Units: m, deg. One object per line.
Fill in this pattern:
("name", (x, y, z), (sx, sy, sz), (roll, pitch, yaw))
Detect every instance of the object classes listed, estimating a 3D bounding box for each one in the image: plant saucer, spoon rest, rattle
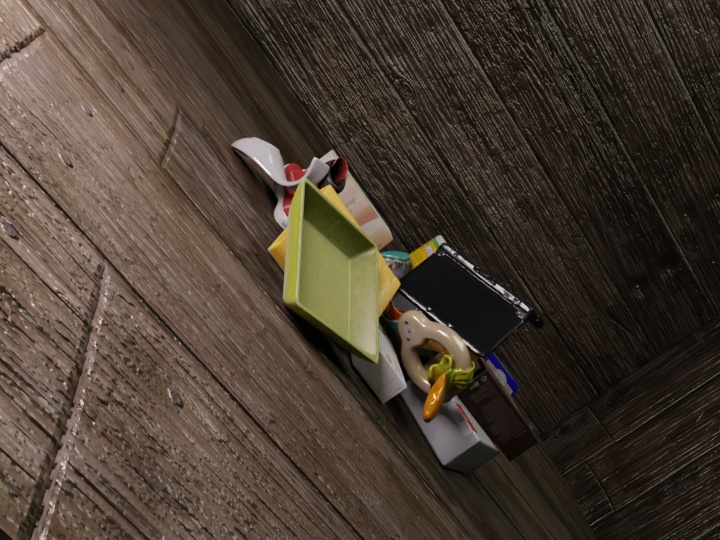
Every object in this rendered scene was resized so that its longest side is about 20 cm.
("plant saucer", (-0.045, 0.008, 1.185), (0.200, 0.047, 0.202), (41, 40, -46))
("spoon rest", (-0.140, -0.174, 1.421), (0.199, 0.061, 0.099), (21, -5, 41))
("rattle", (0.070, 0.131, 1.338), (0.201, 0.142, 0.130), (50, -32, 8))

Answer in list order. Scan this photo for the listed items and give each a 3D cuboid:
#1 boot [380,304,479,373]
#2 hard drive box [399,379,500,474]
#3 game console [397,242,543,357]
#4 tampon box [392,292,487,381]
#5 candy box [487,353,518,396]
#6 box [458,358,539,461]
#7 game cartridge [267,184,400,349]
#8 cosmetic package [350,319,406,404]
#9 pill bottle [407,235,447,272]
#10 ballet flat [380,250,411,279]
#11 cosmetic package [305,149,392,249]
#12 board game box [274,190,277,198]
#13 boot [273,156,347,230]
("boot", (0.125, 0.090, 1.464), (0.201, 0.143, 0.071), (47, -19, 24))
("hard drive box", (0.159, 0.268, 1.513), (0.157, 0.076, 0.200), (58, 8, 24))
("game console", (0.185, 0.058, 1.435), (0.200, 0.117, 0.176), (40, 3, 26))
("tampon box", (0.121, 0.125, 1.608), (0.200, 0.149, 0.127), (47, 10, -49))
("candy box", (0.211, 0.204, 1.816), (0.199, 0.077, 0.170), (7, -38, 54))
("box", (0.238, 0.242, 1.571), (0.200, 0.075, 0.100), (51, 7, -25))
("game cartridge", (-0.032, -0.005, 1.292), (0.201, 0.032, 0.177), (52, 42, -15))
("cosmetic package", (0.019, 0.120, 1.352), (0.083, 0.050, 0.200), (52, 8, -21))
("pill bottle", (0.106, 0.027, 1.728), (0.112, 0.199, 0.111), (57, 4, -7))
("ballet flat", (0.056, 0.000, 1.614), (0.072, 0.072, 0.200), (55, 8, 1))
("cosmetic package", (-0.034, -0.120, 1.677), (0.201, 0.103, 0.087), (52, 7, -17))
("board game box", (-0.079, -0.065, 1.636), (0.201, 0.026, 0.200), (57, 7, 5))
("boot", (-0.079, -0.158, 1.476), (0.072, 0.144, 0.201), (41, 19, -25))
